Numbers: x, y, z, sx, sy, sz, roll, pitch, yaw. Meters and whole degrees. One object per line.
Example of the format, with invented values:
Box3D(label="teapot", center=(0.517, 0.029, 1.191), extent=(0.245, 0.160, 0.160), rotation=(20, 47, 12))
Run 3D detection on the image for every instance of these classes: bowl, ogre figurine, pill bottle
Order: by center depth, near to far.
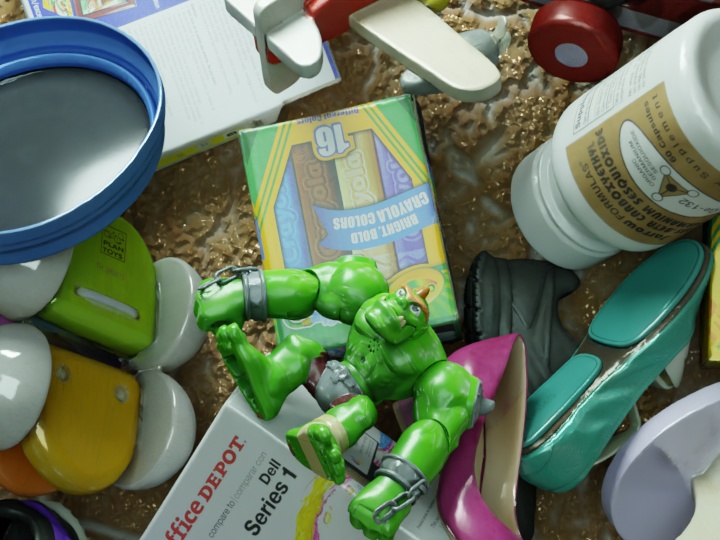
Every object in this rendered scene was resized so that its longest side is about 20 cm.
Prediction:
Box3D(label="ogre figurine", center=(-0.006, 0.061, 1.179), extent=(0.119, 0.099, 0.200), rotation=(-30, 43, -22))
Box3D(label="pill bottle", center=(0.190, -0.077, 1.253), extent=(0.113, 0.200, 0.115), rotation=(14, 62, -28))
Box3D(label="bowl", center=(-0.222, -0.085, 1.259), extent=(0.198, 0.040, 0.202), rotation=(-7, 49, 8))

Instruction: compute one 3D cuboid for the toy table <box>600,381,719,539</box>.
Box3D(label="toy table", center=(0.267, 0.148, 1.234), extent=(0.198, 0.117, 0.185), rotation=(-25, 118, -3))

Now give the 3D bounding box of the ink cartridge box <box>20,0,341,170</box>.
Box3D(label="ink cartridge box", center=(-0.136, -0.184, 1.380), extent=(0.198, 0.047, 0.199), rotation=(-21, 80, 0))

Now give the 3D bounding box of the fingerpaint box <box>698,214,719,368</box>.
Box3D(label="fingerpaint box", center=(0.333, -0.014, 1.301), extent=(0.198, 0.073, 0.169), rotation=(3, 83, 6))

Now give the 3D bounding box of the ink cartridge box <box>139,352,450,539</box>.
Box3D(label="ink cartridge box", center=(-0.027, 0.175, 1.248), extent=(0.199, 0.084, 0.145), rotation=(35, 118, 3))

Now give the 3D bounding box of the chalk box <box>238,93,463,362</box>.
Box3D(label="chalk box", center=(0.000, 0.000, 1.303), extent=(0.123, 0.125, 0.202), rotation=(-10, 81, 3))

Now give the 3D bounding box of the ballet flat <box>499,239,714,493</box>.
Box3D(label="ballet flat", center=(0.173, 0.069, 1.274), extent=(0.200, 0.067, 0.071), rotation=(-47, 120, -14))

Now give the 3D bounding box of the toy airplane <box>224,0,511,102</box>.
Box3D(label="toy airplane", center=(0.010, -0.188, 1.287), extent=(0.197, 0.141, 0.202), rotation=(-6, 63, 20))

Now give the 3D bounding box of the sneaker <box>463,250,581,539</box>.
Box3D(label="sneaker", center=(0.117, 0.087, 1.311), extent=(0.090, 0.076, 0.202), rotation=(0, 87, -5))

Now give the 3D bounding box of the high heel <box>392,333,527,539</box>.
Box3D(label="high heel", center=(0.091, 0.123, 1.181), extent=(0.096, 0.067, 0.201), rotation=(-34, 50, 7))

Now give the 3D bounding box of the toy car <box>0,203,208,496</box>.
Box3D(label="toy car", center=(-0.207, 0.058, 1.308), extent=(0.149, 0.174, 0.202), rotation=(-16, 60, 44))

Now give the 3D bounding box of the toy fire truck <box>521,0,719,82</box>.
Box3D(label="toy fire truck", center=(0.198, -0.205, 1.275), extent=(0.198, 0.168, 0.113), rotation=(18, 59, 7))

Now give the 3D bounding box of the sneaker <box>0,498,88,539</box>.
Box3D(label="sneaker", center=(-0.191, 0.222, 1.218), extent=(0.070, 0.099, 0.200), rotation=(-47, 61, 4))
